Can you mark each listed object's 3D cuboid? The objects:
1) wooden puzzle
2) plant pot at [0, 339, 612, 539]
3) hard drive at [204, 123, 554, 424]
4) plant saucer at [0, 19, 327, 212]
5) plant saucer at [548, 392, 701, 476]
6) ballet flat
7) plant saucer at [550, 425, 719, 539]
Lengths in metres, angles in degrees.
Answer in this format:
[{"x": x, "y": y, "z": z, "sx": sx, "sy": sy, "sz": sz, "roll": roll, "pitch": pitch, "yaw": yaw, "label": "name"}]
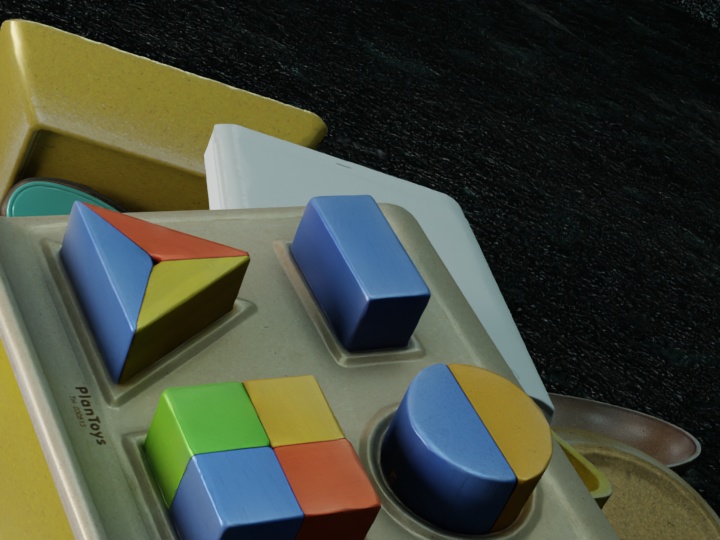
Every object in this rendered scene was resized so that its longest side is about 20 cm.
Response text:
[{"x": -0.016, "y": 0.034, "z": 0.520, "sx": 0.200, "sy": 0.046, "sz": 0.185, "roll": 0, "pitch": 43, "yaw": -34, "label": "wooden puzzle"}, {"x": -0.057, "y": 0.111, "z": 0.637, "sx": 0.200, "sy": 0.177, "sz": 0.200, "roll": 0, "pitch": 32, "yaw": -47, "label": "plant pot"}, {"x": 0.000, "y": 0.000, "z": 0.679, "sx": 0.132, "sy": 0.026, "sz": 0.200, "roll": 17, "pitch": 22, "yaw": -16, "label": "hard drive"}, {"x": -0.146, "y": -0.054, "z": 0.965, "sx": 0.199, "sy": 0.200, "sz": 0.049, "roll": 17, "pitch": 58, "yaw": -16, "label": "plant saucer"}, {"x": 0.101, "y": 0.105, "z": 0.929, "sx": 0.200, "sy": 0.032, "sz": 0.200, "roll": 5, "pitch": 7, "yaw": -1, "label": "plant saucer"}, {"x": -0.131, "y": 0.011, "z": 0.948, "sx": 0.200, "sy": 0.068, "sz": 0.068, "roll": 31, "pitch": -10, "yaw": -10, "label": "ballet flat"}, {"x": 0.120, "y": 0.159, "z": 0.770, "sx": 0.200, "sy": 0.035, "sz": 0.201, "roll": 11, "pitch": 54, "yaw": -15, "label": "plant saucer"}]
